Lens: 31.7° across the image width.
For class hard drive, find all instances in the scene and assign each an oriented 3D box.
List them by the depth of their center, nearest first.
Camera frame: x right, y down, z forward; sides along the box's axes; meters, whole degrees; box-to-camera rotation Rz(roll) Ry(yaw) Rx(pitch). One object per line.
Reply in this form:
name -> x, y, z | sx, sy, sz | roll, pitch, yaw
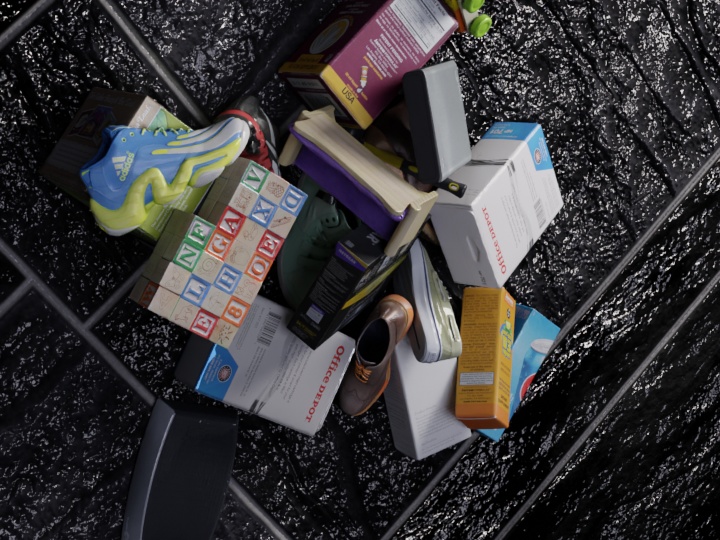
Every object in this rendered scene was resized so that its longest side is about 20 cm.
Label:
hard drive -> 0.102, -0.196, 1.649 | 0.033, 0.200, 0.140 | -8, 100, 17
hard drive -> -0.236, 0.279, 1.698 | 0.134, 0.042, 0.201 | 14, 93, -31

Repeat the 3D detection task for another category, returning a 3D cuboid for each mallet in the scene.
mallet -> 0.044, -0.137, 1.705 | 0.199, 0.041, 0.066 | 32, 91, 11

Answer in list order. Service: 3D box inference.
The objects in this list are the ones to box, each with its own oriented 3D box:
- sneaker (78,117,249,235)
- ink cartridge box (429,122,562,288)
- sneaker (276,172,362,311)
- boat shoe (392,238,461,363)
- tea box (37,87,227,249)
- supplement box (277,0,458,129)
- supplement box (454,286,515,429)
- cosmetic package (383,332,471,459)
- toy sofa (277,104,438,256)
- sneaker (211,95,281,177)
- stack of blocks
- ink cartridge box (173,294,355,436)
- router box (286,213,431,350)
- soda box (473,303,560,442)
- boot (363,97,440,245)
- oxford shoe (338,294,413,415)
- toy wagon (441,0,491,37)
sneaker -> -0.217, -0.129, 1.376 | 0.200, 0.076, 0.105 | -39, 115, -17
ink cartridge box -> 0.194, -0.094, 1.800 | 0.200, 0.086, 0.147 | -47, 130, -33
sneaker -> -0.050, -0.033, 1.701 | 0.073, 0.118, 0.202 | 3, 99, -32
boat shoe -> 0.092, 0.040, 1.784 | 0.062, 0.072, 0.201 | 2, 62, -24
tea box -> -0.250, -0.109, 1.521 | 0.196, 0.200, 0.134 | 37, 81, -29
supplement box -> 0.010, -0.294, 1.677 | 0.200, 0.131, 0.103 | -49, 118, -14
supplement box -> 0.183, 0.126, 1.849 | 0.067, 0.068, 0.201 | 40, 49, -58
cosmetic package -> 0.088, 0.163, 1.849 | 0.101, 0.074, 0.201 | -19, 107, -26
toy sofa -> -0.011, -0.111, 1.590 | 0.097, 0.200, 0.083 | -31, 157, -51
sneaker -> -0.135, -0.142, 1.652 | 0.098, 0.070, 0.201 | -73, 156, -45
stack of blocks -> -0.160, -0.028, 1.438 | 0.115, 0.058, 0.201 | 31, 85, -33
ink cartridge box -> -0.127, 0.117, 1.704 | 0.199, 0.086, 0.147 | 26, 87, -33
router box -> 0.000, 0.000, 1.676 | 0.158, 0.052, 0.200 | -58, 169, 32
soda box -> 0.218, 0.153, 1.927 | 0.068, 0.064, 0.201 | 34, 82, -31
boot -> 0.097, -0.152, 1.788 | 0.166, 0.072, 0.200 | -48, 115, -10
oxford shoe -> 0.006, 0.126, 1.760 | 0.073, 0.071, 0.201 | -39, 153, -59
toy wagon -> 0.110, -0.373, 1.710 | 0.040, 0.155, 0.200 | -44, 158, -4
